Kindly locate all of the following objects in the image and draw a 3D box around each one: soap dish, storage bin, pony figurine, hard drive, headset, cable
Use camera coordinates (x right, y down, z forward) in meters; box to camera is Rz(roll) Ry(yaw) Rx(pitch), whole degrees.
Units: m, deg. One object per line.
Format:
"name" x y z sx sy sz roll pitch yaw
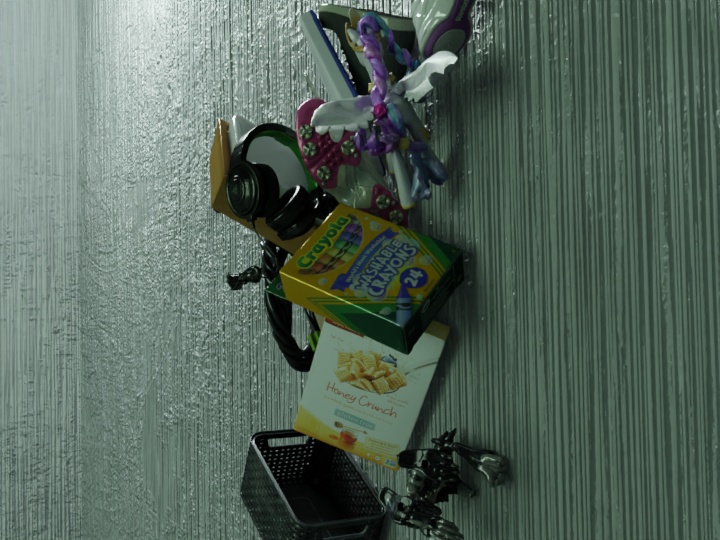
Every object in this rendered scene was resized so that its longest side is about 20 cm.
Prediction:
"soap dish" -0.112 -0.104 1.258 0.081 0.199 0.158 -48 30 22
"storage bin" -0.067 0.307 1.268 0.200 0.133 0.095 45 129 53
"pony figurine" 0.033 -0.175 1.043 0.194 0.165 0.202 -103 -10 -60
"hard drive" -0.024 -0.229 1.234 0.133 0.025 0.201 67 179 -52
"headset" -0.113 -0.076 1.129 0.093 0.123 0.203 -23 49 46
"cable" -0.087 0.037 1.300 0.050 0.163 0.203 -10 80 16

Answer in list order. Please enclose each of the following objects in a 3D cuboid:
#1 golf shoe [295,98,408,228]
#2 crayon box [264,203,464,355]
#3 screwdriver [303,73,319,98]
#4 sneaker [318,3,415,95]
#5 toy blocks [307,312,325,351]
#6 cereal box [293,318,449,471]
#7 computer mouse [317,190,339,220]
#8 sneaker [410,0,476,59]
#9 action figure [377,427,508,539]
"golf shoe" -0.015 -0.118 1.161 0.201 0.075 0.092 58 -175 -7
"crayon box" 0.000 0.000 1.063 0.198 0.126 0.052 22 144 28
"screwdriver" -0.042 -0.207 1.271 0.029 0.028 0.202 115 141 -47
"sneaker" -0.004 -0.280 1.216 0.200 0.074 0.108 35 121 56
"toy blocks" 0.005 0.044 1.198 0.137 0.099 0.201 -53 44 32
"cereal box" 0.010 0.130 1.130 0.040 0.142 0.202 -58 -14 -60
"computer mouse" -0.030 -0.127 1.257 0.044 0.109 0.202 -45 40 27
"sneaker" 0.102 -0.324 1.013 0.201 0.074 0.101 -55 45 47
"action figure" 0.088 0.232 0.997 0.101 0.200 0.120 26 89 20
